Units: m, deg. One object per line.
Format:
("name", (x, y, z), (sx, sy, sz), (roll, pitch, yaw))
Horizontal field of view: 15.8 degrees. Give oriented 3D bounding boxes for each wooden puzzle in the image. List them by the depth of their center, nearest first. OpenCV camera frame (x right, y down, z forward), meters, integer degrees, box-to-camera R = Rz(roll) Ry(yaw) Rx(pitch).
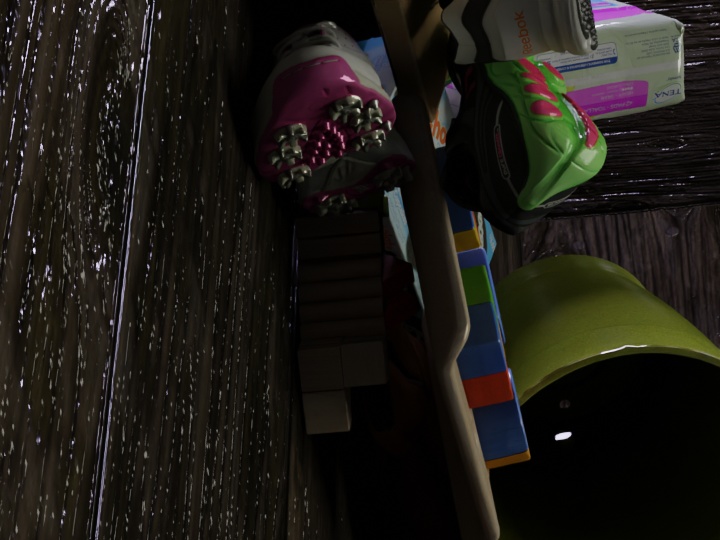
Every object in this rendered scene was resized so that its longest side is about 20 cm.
("wooden puzzle", (0.057, 0.028, 1.436), (0.200, 0.046, 0.185), (80, 0, -51))

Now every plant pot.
("plant pot", (0.145, 0.088, 1.607), (0.193, 0.200, 0.201), (-107, -173, -61))

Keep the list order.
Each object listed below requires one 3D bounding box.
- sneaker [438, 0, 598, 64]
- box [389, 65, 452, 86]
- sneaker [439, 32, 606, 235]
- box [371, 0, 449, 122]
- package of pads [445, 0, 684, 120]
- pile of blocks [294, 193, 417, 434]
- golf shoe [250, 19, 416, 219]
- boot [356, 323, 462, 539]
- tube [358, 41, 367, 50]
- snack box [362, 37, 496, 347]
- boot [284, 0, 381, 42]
("sneaker", (0.076, -0.175, 1.368), (0.200, 0.080, 0.074), (-89, 163, -56))
("box", (0.093, -0.202, 1.512), (0.200, 0.048, 0.117), (-32, -130, 46))
("sneaker", (0.069, -0.077, 1.378), (0.077, 0.084, 0.200), (36, 12, -15))
("box", (0.043, -0.188, 1.393), (0.200, 0.021, 0.164), (67, 38, -73))
("package of pads", (0.096, -0.142, 1.714), (0.200, 0.154, 0.068), (28, -54, 59))
("pile of blocks", (0.000, 0.000, 1.416), (0.082, 0.062, 0.200), (73, 13, -62))
("golf shoe", (-0.024, -0.088, 1.301), (0.200, 0.075, 0.092), (65, 5, -78))
("boot", (0.030, 0.108, 1.520), (0.200, 0.068, 0.188), (76, 11, -73))
("tube", (0.007, -0.084, 1.656), (0.077, 0.050, 0.200), (21, 69, -69))
("snack box", (0.032, -0.044, 1.620), (0.200, 0.037, 0.116), (69, 33, -43))
("boot", (-0.021, -0.201, 1.412), (0.200, 0.068, 0.131), (62, 18, -78))
